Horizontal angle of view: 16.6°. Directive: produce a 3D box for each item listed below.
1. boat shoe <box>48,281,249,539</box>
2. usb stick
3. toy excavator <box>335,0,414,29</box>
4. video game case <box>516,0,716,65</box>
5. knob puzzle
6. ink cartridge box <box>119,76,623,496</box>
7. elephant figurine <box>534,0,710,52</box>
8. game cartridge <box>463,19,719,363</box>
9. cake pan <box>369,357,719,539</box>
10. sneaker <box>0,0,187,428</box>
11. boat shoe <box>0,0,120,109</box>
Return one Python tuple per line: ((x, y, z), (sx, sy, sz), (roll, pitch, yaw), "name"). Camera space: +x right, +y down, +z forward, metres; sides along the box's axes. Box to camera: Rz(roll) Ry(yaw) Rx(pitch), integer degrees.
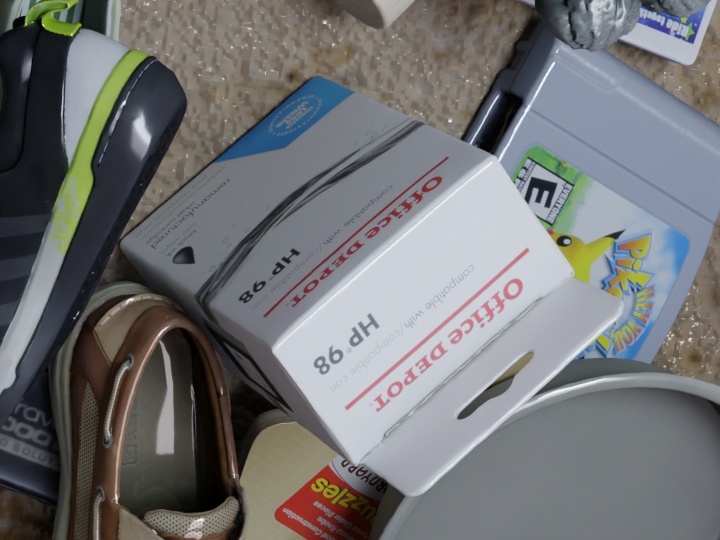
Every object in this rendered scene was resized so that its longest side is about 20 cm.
((-0.081, 0.106, 0.991), (0.076, 0.072, 0.200), (-14, 101, -30), "boat shoe")
((-0.150, 0.057, 1.007), (0.200, 0.033, 0.055), (26, 85, -31), "usb stick")
((-0.047, -0.195, 0.951), (0.194, 0.200, 0.100), (43, 83, 11), "toy excavator")
((0.120, -0.205, 1.071), (0.143, 0.018, 0.200), (17, 94, -31), "video game case")
((0.021, 0.107, 1.089), (0.219, 0.030, 0.220), (-9, 129, -11), "knob puzzle")
((0.000, 0.000, 0.969), (0.116, 0.200, 0.067), (-41, 119, -11), "ink cartridge box")
((0.077, -0.179, 0.913), (0.142, 0.155, 0.200), (-52, 154, -4), "elephant figurine")
((0.084, 0.002, 1.112), (0.133, 0.040, 0.200), (28, 92, -35), "game cartridge")
((0.091, 0.118, 1.068), (0.200, 0.037, 0.200), (-10, 125, -14), "cake pan")
((-0.136, -0.016, 0.928), (0.083, 0.072, 0.200), (30, 114, -1), "sneaker")
((-0.131, -0.069, 0.959), (0.072, 0.062, 0.200), (-1, 107, -27), "boat shoe")
